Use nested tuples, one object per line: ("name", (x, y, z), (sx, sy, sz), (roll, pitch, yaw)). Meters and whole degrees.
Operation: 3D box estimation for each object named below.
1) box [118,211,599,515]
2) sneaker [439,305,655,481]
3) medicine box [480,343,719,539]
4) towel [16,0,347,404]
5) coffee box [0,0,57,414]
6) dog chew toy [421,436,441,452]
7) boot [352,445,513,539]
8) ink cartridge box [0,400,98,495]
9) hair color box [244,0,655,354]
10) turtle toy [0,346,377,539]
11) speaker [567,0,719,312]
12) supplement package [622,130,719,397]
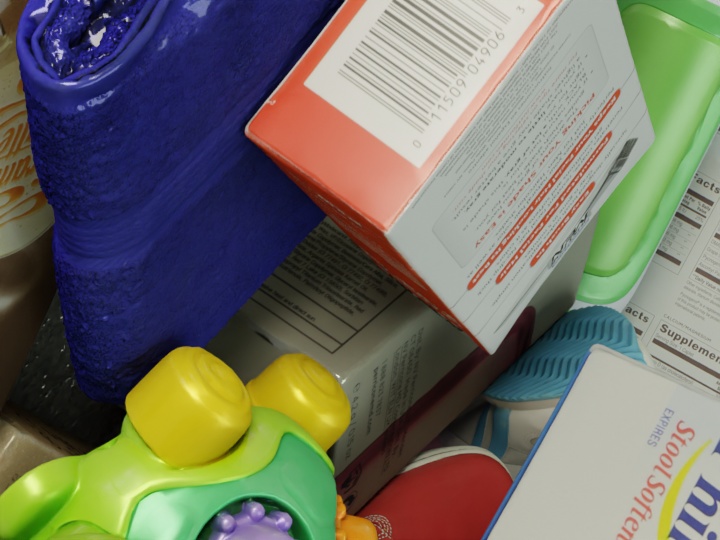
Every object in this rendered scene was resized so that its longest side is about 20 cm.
("box", (0.000, 0.000, 0.873), (0.200, 0.127, 0.110), (-39, 150, -37))
("sneaker", (0.089, 0.074, 0.948), (0.076, 0.081, 0.200), (-36, -177, -24))
("medicine box", (0.102, 0.161, 0.816), (0.183, 0.102, 0.200), (-58, 158, -19))
("towel", (-0.051, -0.055, 0.631), (0.148, 0.049, 0.201), (-47, 161, -25))
("coffee box", (-0.132, -0.055, 0.618), (0.114, 0.079, 0.201), (4, 114, -64))
("dog chew toy", (-0.039, 0.129, 0.932), (0.200, 0.124, 0.125), (-49, 154, -5))
("boot", (0.009, 0.145, 0.815), (0.199, 0.144, 0.073), (-33, 104, -22))
("ink cartridge box", (-0.160, 0.136, 0.786), (0.165, 0.075, 0.200), (-55, 156, -6))
("hair color box", (0.040, -0.048, 0.693), (0.111, 0.064, 0.200), (-52, 161, -3))
("turtle toy", (-0.068, 0.107, 0.673), (0.146, 0.101, 0.200), (-45, 160, 16))
("speaker", (0.129, -0.070, 0.977), (0.088, 0.088, 0.201), (-8, 127, -60))
("supplement package", (0.165, 0.017, 1.129), (0.201, 0.150, 0.152), (-62, 179, 6))
